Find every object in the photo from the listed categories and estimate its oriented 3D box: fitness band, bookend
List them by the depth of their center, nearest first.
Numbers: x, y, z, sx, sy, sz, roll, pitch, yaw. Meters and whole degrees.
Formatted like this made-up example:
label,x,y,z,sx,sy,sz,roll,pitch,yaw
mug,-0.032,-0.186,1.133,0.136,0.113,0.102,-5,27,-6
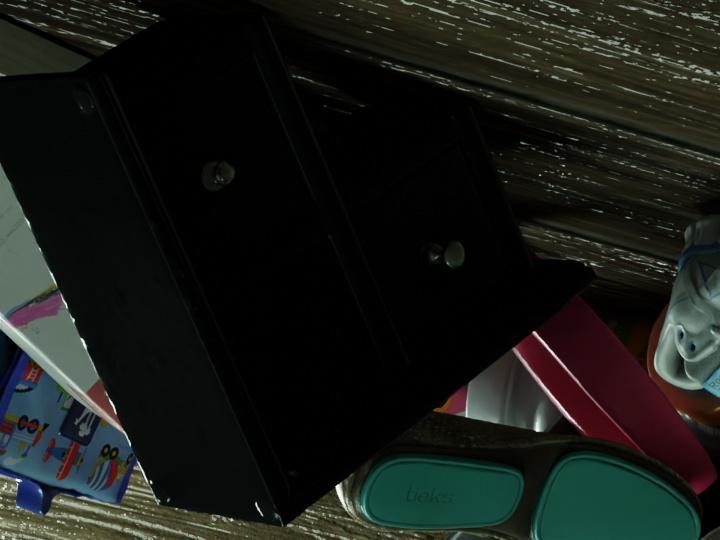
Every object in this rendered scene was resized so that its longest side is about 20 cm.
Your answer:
label,x,y,z,sx,sy,sz,roll,pitch,yaw
bookend,-0.026,-0.032,1.005,0.200,0.199,0.092,-35,-158,-33
fitness band,0.114,0.051,1.261,0.144,0.037,0.200,52,177,-30

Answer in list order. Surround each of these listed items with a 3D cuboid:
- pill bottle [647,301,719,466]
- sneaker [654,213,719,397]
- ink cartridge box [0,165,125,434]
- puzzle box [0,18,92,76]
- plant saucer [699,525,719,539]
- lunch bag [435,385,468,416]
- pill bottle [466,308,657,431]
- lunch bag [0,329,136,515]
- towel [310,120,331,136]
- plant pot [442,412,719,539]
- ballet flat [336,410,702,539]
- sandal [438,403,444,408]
label,x,y,z,sx,sy,sz,roll,pitch,yaw
pill bottle,0.234,0.064,1.270,0.106,0.106,0.200,5,167,43
sneaker,0.181,0.015,1.051,0.075,0.087,0.200,30,164,-4
ink cartridge box,-0.180,-0.009,1.266,0.200,0.068,0.116,46,170,-22
puzzle box,-0.207,-0.096,1.166,0.200,0.025,0.133,5,169,42
plant saucer,0.263,0.155,1.198,0.200,0.035,0.200,0,155,0
lunch bag,0.030,0.075,1.625,0.176,0.082,0.200,16,-177,-13
pill bottle,0.171,0.084,1.466,0.200,0.111,0.111,10,171,19
lunch bag,-0.175,0.042,1.415,0.094,0.200,0.151,9,171,27
towel,-0.030,-0.049,1.226,0.146,0.022,0.200,14,169,-15
plant pot,0.135,0.187,1.372,0.177,0.199,0.200,43,138,5
ballet flat,0.073,0.097,1.161,0.200,0.071,0.065,15,-161,-28
sandal,0.005,0.052,1.181,0.075,0.048,0.200,-6,-173,34
